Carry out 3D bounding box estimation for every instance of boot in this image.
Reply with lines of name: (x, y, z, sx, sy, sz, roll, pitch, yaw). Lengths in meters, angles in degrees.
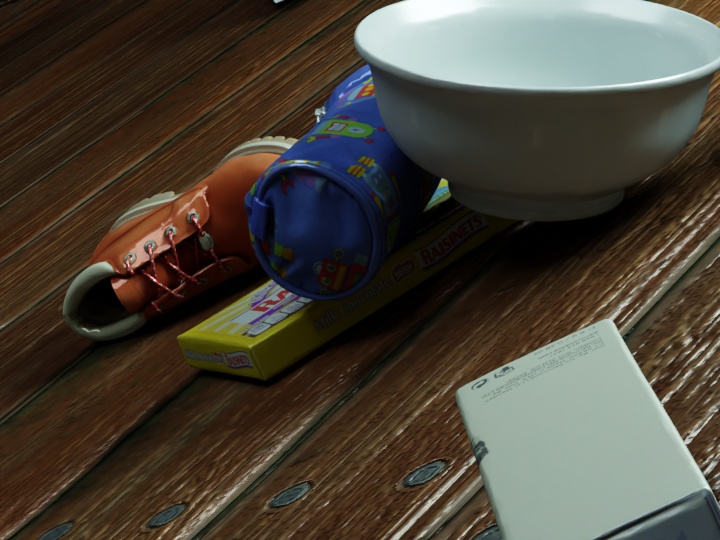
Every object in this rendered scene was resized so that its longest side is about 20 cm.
boot: (-0.100, -0.013, 1.587, 0.200, 0.075, 0.107, -25, 14, 40)

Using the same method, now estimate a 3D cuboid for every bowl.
bowl: (0.095, -0.084, 1.377, 0.200, 0.091, 0.201, 1, 21, 0)

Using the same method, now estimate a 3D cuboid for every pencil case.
pencil case: (-0.004, -0.055, 1.426, 0.087, 0.078, 0.200, 10, 25, 12)

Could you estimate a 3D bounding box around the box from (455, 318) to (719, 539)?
box: (0.085, 0.088, 0.871, 0.068, 0.082, 0.200, -24, 13, 3)

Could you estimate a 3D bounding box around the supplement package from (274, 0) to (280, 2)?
supplement package: (-0.061, -0.379, 2.613, 0.151, 0.151, 0.200, -26, 14, -1)

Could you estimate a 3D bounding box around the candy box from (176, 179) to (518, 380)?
candy box: (0.000, 0.000, 1.443, 0.200, 0.026, 0.102, -32, 13, -23)
